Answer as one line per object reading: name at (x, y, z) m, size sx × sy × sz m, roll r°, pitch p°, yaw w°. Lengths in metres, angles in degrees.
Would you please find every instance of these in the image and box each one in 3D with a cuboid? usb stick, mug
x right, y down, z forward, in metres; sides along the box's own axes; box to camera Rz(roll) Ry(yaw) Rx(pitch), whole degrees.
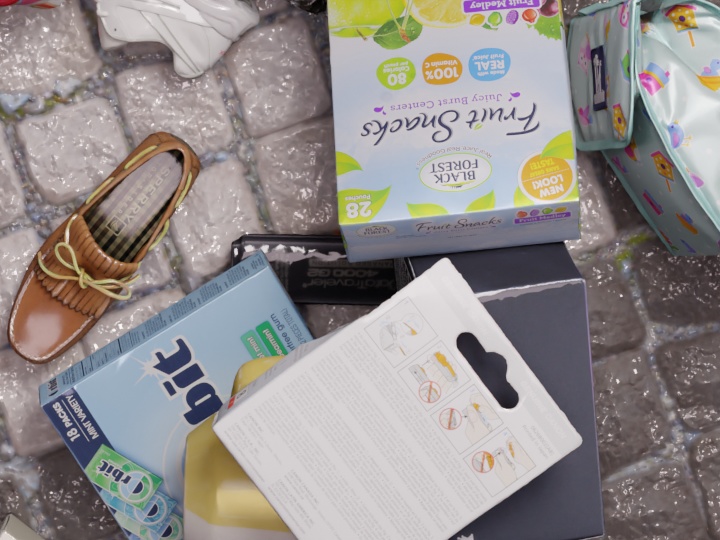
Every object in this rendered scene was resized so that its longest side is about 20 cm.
usb stick at (0.000, 0.000, 1.658) m, size 0.198 × 0.033 × 0.056 m, roll 1°, pitch 105°, yaw -4°
mug at (-0.051, 0.143, 1.572) m, size 0.152 × 0.149 × 0.188 m, roll 1°, pitch 98°, yaw -2°

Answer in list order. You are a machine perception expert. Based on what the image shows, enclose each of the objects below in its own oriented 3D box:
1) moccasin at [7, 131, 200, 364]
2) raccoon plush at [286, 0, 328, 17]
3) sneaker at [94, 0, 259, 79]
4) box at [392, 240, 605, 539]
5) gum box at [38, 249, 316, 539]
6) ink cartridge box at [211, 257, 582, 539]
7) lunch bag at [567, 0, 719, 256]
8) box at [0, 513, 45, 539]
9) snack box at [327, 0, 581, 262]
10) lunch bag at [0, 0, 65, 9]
moccasin at (-0.191, -0.014, 1.620) m, size 0.074 × 0.078 × 0.201 m, roll 44°, pitch 91°, yaw -6°
raccoon plush at (-0.058, -0.277, 1.578) m, size 0.199 × 0.097 × 0.134 m, roll 12°, pitch 121°, yaw -40°
sneaker at (-0.177, -0.215, 1.606) m, size 0.200 × 0.078 × 0.100 m, roll 39°, pitch 103°, yaw -2°
box at (0.097, 0.070, 1.566) m, size 0.122 × 0.199 × 0.202 m, roll -8°, pitch 112°, yaw -2°
gum box at (-0.114, 0.110, 1.638) m, size 0.199 × 0.045 × 0.171 m, roll -31°, pitch 110°, yaw 0°
ink cartridge box at (0.024, 0.105, 1.465) m, size 0.199 × 0.050 × 0.163 m, roll -36°, pitch 99°, yaw 8°
lunch bag at (0.232, -0.114, 1.591) m, size 0.122 × 0.170 × 0.201 m, roll -38°, pitch 96°, yaw -7°
box at (-0.215, 0.280, 1.653) m, size 0.200 × 0.068 × 0.082 m, roll 41°, pitch 92°, yaw -6°
snack box at (0.064, -0.115, 1.523) m, size 0.167 × 0.068 × 0.202 m, roll -6°, pitch 66°, yaw 5°
lunch bag at (-0.259, -0.288, 1.550) m, size 0.200 × 0.082 × 0.176 m, roll 50°, pitch 118°, yaw 20°
